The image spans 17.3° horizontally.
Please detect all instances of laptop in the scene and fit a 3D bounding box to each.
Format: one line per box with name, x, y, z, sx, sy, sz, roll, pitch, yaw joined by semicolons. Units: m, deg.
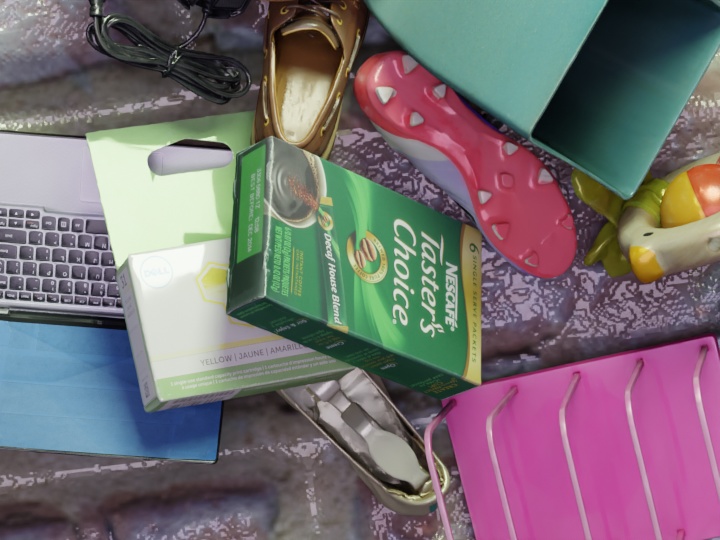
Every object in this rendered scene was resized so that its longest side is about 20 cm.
laptop;-0.180;0.015;1.619;0.186;0.116;0.201;4;99;-2

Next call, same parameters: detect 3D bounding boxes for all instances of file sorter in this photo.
file sorter;0.156;0.141;1.613;0.199;0.125;0.140;-13;96;14

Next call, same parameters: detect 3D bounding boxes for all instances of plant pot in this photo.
plant pot;0.110;-0.169;1.568;0.200;0.141;0.142;34;96;37

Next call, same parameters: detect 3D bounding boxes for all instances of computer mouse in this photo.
computer mouse;-0.126;-0.222;1.604;0.140;0.046;0.201;14;84;-36

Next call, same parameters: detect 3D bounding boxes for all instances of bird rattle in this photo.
bird rattle;0.242;-0.046;1.610;0.199;0.163;0.113;-14;114;9

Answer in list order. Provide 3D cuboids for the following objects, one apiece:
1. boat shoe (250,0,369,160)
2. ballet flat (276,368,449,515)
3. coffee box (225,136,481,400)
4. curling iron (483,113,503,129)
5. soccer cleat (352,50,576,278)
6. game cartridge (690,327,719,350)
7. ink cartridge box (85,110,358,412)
boat shoe;-0.030;-0.163;1.615;0.072;0.068;0.201;10;78;-4
ballet flat;-0.009;0.092;1.657;0.069;0.069;0.200;-43;95;3
coffee box;0.000;0.000;1.584;0.199;0.044;0.124;25;56;-37
curling iron;0.144;-0.180;1.653;0.049;0.026;0.201;33;93;-6
soccer cleat;0.073;-0.074;1.643;0.200;0.076;0.067;44;80;-12
game cartridge;0.292;0.101;1.680;0.199;0.042;0.134;-11;100;0
ink cartridge box;-0.095;-0.014;1.603;0.145;0.048;0.201;-9;78;-21
